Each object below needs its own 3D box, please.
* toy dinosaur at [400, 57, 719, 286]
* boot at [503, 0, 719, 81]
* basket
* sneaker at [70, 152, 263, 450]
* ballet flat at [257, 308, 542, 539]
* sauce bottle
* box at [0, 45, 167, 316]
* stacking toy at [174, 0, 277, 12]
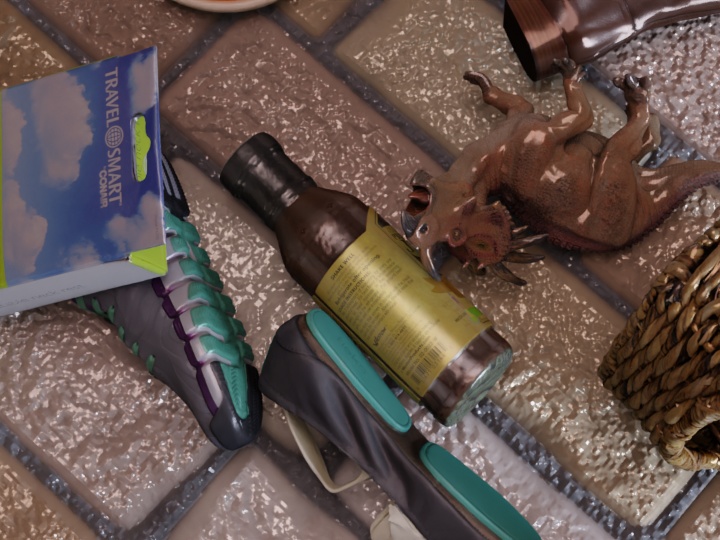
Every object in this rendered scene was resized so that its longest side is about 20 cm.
[{"bbox_3d":[0.117,-0.044,1.117,0.198,0.086,0.137,12,80,-9],"label":"toy dinosaur"},{"bbox_3d":[0.165,-0.224,1.181,0.198,0.064,0.188,-20,78,-6],"label":"boot"},{"bbox_3d":[0.222,0.057,1.020,0.142,0.200,0.149,-40,77,-12],"label":"basket"},{"bbox_3d":[-0.124,0.024,1.115,0.087,0.074,0.201,-28,67,12],"label":"sneaker"},{"bbox_3d":[0.017,0.111,1.083,0.073,0.073,0.200,-43,83,-11],"label":"ballet flat"},{"bbox_3d":[0.000,0.000,1.112,0.065,0.065,0.200,-43,78,-11],"label":"sauce bottle"},{"bbox_3d":[-0.187,-0.043,1.098,0.198,0.048,0.123,-13,71,23],"label":"box"},{"bbox_3d":[-0.083,-0.253,1.119,0.144,0.200,0.148,0,73,0],"label":"stacking toy"}]
